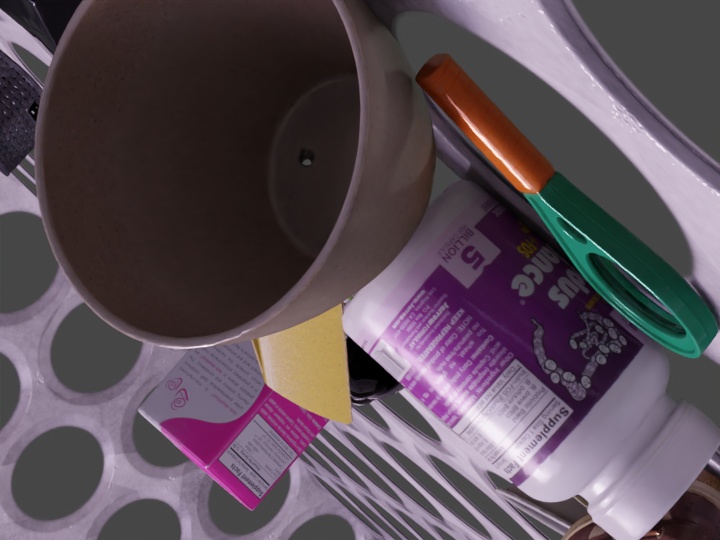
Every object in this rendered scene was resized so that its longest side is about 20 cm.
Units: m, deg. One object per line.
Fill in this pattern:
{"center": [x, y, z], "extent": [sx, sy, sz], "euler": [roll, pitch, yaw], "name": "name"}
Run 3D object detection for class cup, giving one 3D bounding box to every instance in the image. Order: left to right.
{"center": [-0.042, -0.059, 0.963], "extent": [0.200, 0.201, 0.143], "euler": [37, -165, 30], "name": "cup"}

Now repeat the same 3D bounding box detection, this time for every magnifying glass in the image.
{"center": [0.101, -0.030, 0.943], "extent": [0.200, 0.022, 0.080], "euler": [43, 171, -17], "name": "magnifying glass"}

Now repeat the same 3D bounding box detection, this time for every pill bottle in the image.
{"center": [0.096, 0.053, 1.053], "extent": [0.200, 0.112, 0.112], "euler": [41, 171, 4], "name": "pill bottle"}

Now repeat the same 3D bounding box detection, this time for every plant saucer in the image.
{"center": [-0.059, -0.026, 1.158], "extent": [0.200, 0.048, 0.201], "euler": [86, 166, -61], "name": "plant saucer"}

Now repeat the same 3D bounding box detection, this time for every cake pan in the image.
{"center": [0.194, 0.196, 1.422], "extent": [0.199, 0.037, 0.200], "euler": [29, 174, 3], "name": "cake pan"}

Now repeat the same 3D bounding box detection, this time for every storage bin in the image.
{"center": [-0.450, -0.214, 2.185], "extent": [0.200, 0.094, 0.135], "euler": [40, 171, 15], "name": "storage bin"}

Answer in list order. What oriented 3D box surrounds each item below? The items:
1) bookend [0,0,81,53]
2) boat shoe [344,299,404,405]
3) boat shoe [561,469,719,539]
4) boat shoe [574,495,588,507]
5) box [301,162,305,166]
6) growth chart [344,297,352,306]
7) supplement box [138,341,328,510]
{"center": [-0.226, -0.174, 1.076], "extent": [0.200, 0.199, 0.092], "euler": [38, 168, 17], "name": "bookend"}
{"center": [0.011, 0.057, 1.303], "extent": [0.070, 0.066, 0.200], "euler": [40, 151, -4], "name": "boat shoe"}
{"center": [0.174, 0.200, 1.271], "extent": [0.072, 0.072, 0.200], "euler": [36, 141, -7], "name": "boat shoe"}
{"center": [0.113, 0.065, 1.191], "extent": [0.200, 0.075, 0.068], "euler": [55, 172, -27], "name": "boat shoe"}
{"center": [-0.114, -0.103, 1.410], "extent": [0.200, 0.051, 0.157], "euler": [48, 169, -27], "name": "box"}
{"center": [0.000, 0.000, 1.321], "extent": [0.199, 0.018, 0.145], "euler": [31, 150, 15], "name": "growth chart"}
{"center": [-0.081, 0.092, 1.702], "extent": [0.101, 0.200, 0.103], "euler": [35, 169, 36], "name": "supplement box"}
